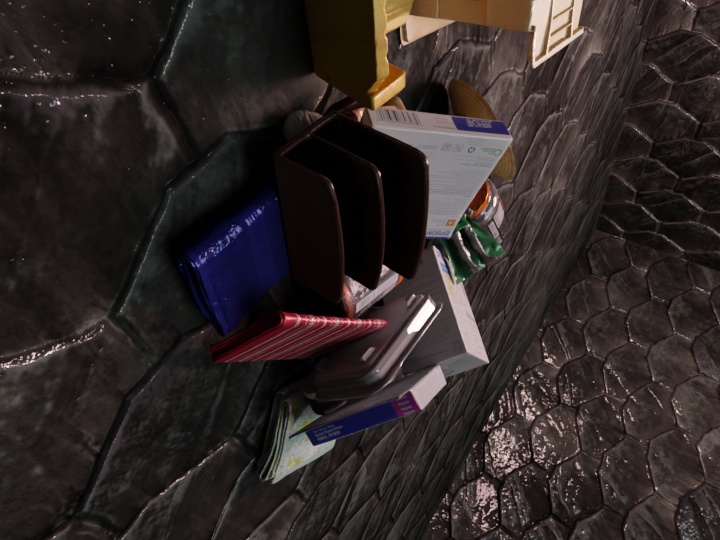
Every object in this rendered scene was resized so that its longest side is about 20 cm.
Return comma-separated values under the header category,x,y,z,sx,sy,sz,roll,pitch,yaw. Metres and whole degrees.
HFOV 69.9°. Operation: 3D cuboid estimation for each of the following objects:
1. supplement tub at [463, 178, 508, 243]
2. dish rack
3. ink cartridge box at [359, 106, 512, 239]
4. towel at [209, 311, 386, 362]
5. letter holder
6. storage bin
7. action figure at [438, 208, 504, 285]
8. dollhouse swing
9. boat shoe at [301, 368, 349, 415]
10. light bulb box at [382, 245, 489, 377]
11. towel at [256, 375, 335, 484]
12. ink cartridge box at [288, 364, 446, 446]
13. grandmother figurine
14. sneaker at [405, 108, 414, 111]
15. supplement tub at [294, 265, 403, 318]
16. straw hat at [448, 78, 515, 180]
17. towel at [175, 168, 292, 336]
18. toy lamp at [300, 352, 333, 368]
category,x,y,z,sx,sy,sz,roll,pitch,yaw
supplement tub,0.236,-0.124,1.076,0.123,0.122,0.200,-63,151,-3
dish rack,0.017,0.105,0.763,0.044,0.171,0.200,53,51,-11
ink cartridge box,0.071,-0.122,0.697,0.198,0.041,0.201,0,144,-21
towel,-0.076,0.086,0.669,0.199,0.144,0.023,9,60,-50
letter holder,-0.006,-0.052,0.595,0.101,0.142,0.201,-45,152,-31
storage bin,0.186,-0.365,0.714,0.198,0.199,0.094,-41,143,-37
action figure,0.170,-0.089,0.946,0.118,0.201,0.055,-31,173,-20
dollhouse swing,0.035,-0.315,0.546,0.175,0.182,0.201,-26,137,-21
boat shoe,-0.004,0.161,0.849,0.199,0.076,0.061,-28,122,-15
light bulb box,0.139,0.090,0.975,0.198,0.124,0.202,32,39,-62
towel,-0.090,0.263,0.903,0.199,0.048,0.173,-12,122,-57
ink cartridge box,0.019,0.217,0.803,0.195,0.044,0.200,-26,174,24
grandmother figurine,-0.020,-0.181,0.663,0.199,0.060,0.122,-21,137,-50
sneaker,0.086,-0.172,0.831,0.089,0.074,0.200,-59,151,-14
supplement tub,0.000,0.000,0.785,0.200,0.106,0.108,-36,141,-42
straw hat,0.168,-0.216,0.872,0.085,0.202,0.201,-31,148,1
towel,-0.124,-0.034,0.616,0.200,0.049,0.148,-48,154,-31
toy lamp,-0.029,0.073,0.847,0.200,0.058,0.058,-52,149,-23
